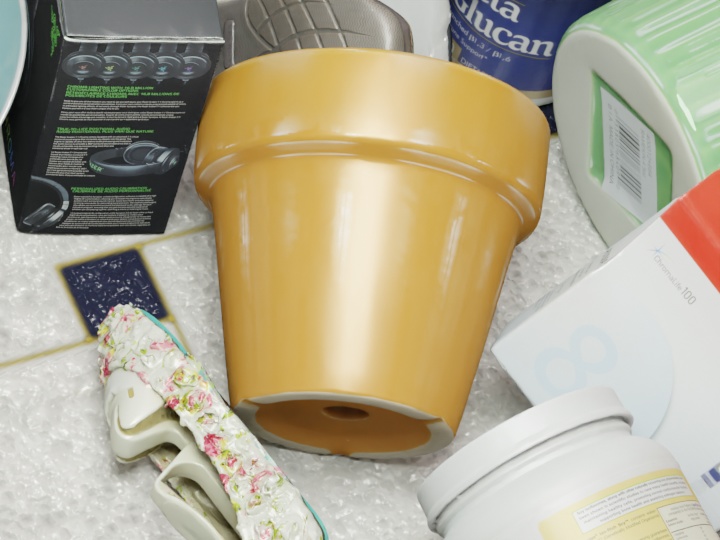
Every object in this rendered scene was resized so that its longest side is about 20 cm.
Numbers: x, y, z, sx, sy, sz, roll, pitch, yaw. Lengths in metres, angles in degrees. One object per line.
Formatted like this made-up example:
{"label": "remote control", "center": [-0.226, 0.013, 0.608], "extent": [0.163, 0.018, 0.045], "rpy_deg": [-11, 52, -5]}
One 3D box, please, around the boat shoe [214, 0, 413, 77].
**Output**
{"label": "boat shoe", "center": [-0.035, -0.131, 1.689], "extent": [0.073, 0.199, 0.075], "rpy_deg": [1, 93, -43]}

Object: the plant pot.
{"label": "plant pot", "center": [0.000, 0.000, 1.612], "extent": [0.199, 0.200, 0.184], "rpy_deg": [9, 71, -10]}

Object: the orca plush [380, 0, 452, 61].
{"label": "orca plush", "center": [0.031, -0.154, 1.760], "extent": [0.105, 0.071, 0.201], "rpy_deg": [-32, 106, 6]}

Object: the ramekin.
{"label": "ramekin", "center": [0.197, -0.079, 1.708], "extent": [0.097, 0.200, 0.201], "rpy_deg": [-23, 66, -19]}

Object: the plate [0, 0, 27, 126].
{"label": "plate", "center": [-0.274, -0.112, 1.650], "extent": [0.199, 0.026, 0.201], "rpy_deg": [-8, 66, 19]}

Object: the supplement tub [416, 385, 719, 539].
{"label": "supplement tub", "center": [0.128, 0.178, 1.533], "extent": [0.145, 0.146, 0.201], "rpy_deg": [-19, 71, -26]}

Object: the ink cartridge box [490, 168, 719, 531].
{"label": "ink cartridge box", "center": [0.197, 0.045, 1.604], "extent": [0.160, 0.200, 0.047], "rpy_deg": [51, 21, -5]}

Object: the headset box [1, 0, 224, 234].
{"label": "headset box", "center": [-0.146, -0.147, 1.648], "extent": [0.092, 0.200, 0.175], "rpy_deg": [0, 58, -16]}

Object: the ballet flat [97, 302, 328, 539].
{"label": "ballet flat", "center": [-0.095, 0.097, 1.570], "extent": [0.064, 0.076, 0.200], "rpy_deg": [-25, 58, -33]}

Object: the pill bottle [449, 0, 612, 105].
{"label": "pill bottle", "center": [0.115, -0.199, 1.756], "extent": [0.110, 0.200, 0.112], "rpy_deg": [7, 55, -11]}
